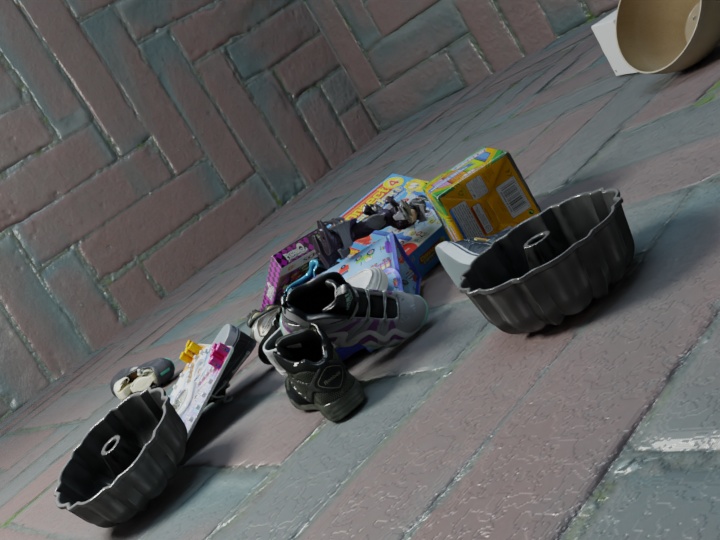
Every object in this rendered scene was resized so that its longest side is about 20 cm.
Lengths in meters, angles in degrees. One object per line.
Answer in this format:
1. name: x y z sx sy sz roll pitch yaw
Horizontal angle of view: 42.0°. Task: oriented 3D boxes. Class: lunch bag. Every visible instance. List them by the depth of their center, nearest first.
1. lunch bag: 0.010 0.059 1.349 0.149 0.095 0.201 -29 26 15

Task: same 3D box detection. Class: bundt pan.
1. bundt pan: 0.207 -0.003 1.008 0.200 0.077 0.202 -33 11 7
2. bundt pan: -0.314 0.261 1.271 0.200 0.076 0.203 -31 25 16

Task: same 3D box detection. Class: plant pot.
1. plant pot: 0.567 -0.442 1.657 0.132 0.206 0.199 2 -8 -29

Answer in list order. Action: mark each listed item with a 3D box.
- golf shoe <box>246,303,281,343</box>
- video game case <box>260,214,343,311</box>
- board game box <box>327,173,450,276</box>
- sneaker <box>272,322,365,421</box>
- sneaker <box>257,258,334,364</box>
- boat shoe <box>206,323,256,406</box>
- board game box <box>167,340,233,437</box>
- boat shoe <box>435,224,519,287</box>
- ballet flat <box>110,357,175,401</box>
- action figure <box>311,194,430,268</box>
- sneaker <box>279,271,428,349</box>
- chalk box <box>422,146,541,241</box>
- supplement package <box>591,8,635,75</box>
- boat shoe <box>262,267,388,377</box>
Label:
1. golf shoe: -0.099 0.073 1.634 0.198 0.079 0.094 -36 33 -19
2. video game case: -0.094 -0.002 1.704 0.179 0.036 0.201 -31 -21 -28
3. board game box: 0.070 -0.074 1.561 0.193 0.057 0.199 17 46 40
4. sneaker: -0.065 0.119 1.182 0.076 0.116 0.199 -33 8 -14
5. sneaker: -0.108 0.063 1.516 0.201 0.081 0.073 -49 41 8
6. boat shoe: -0.239 0.184 1.519 0.202 0.067 0.074 -58 22 3
7. board game box: -0.279 0.201 1.450 0.203 0.026 0.199 -63 20 -15
8. boat shoe: 0.171 -0.017 1.216 0.090 0.072 0.200 -33 18 -10
9. ballet flat: -0.476 0.238 1.984 0.197 0.074 0.073 -24 13 31
10. action figure: 0.024 -0.076 1.440 0.197 0.071 0.130 -24 -1 -21
11. sneaker: -0.006 0.045 1.180 0.195 0.079 0.141 -9 -24 -5
12. chalk box: 0.175 -0.098 1.393 0.123 0.126 0.200 -32 10 1
13. supplement package: 0.602 -0.509 1.934 0.198 0.123 0.120 -34 11 -2
14. boat shoe: -0.050 0.059 1.283 0.199 0.069 0.072 -39 37 7
